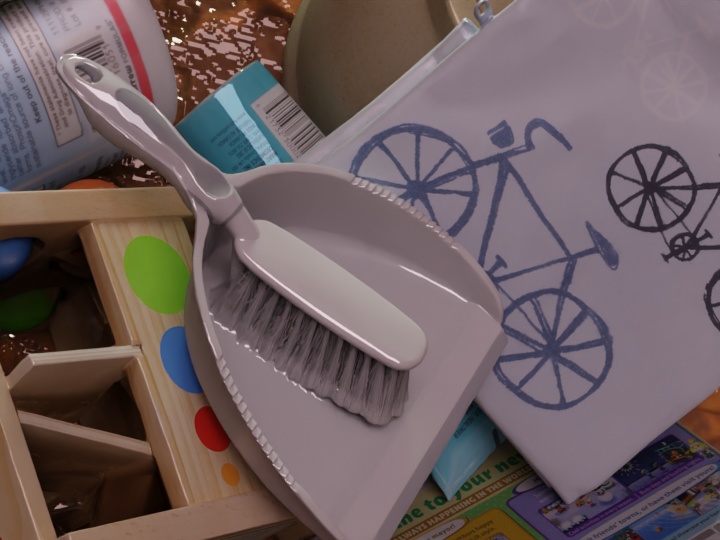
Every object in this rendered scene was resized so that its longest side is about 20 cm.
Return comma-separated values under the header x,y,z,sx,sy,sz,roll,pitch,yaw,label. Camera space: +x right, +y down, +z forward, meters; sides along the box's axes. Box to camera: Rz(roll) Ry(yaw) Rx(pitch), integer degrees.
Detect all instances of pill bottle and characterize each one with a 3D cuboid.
x,y,z,sx,sy,sz,roll,pitch,yaw,label
-0.185,-0.064,0.730,0.200,0.109,0.109,-29,82,-21,pill bottle

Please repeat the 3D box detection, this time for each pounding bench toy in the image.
x,y,z,sx,sy,sz,roll,pitch,yaw,label
-0.098,0.047,0.707,0.200,0.124,0.156,-5,70,-50,pounding bench toy

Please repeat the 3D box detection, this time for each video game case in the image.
x,y,z,sx,sy,sz,roll,pitch,yaw,label
0.088,0.133,0.719,0.200,0.022,0.182,-25,39,-24,video game case

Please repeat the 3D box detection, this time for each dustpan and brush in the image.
x,y,z,sx,sy,sz,roll,pitch,yaw,label
-0.037,-0.005,0.651,0.200,0.057,0.140,37,51,-2,dustpan and brush

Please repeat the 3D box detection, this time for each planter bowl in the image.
x,y,z,sx,sy,sz,roll,pitch,yaw,label
0.076,-0.101,0.796,0.200,0.135,0.201,4,72,-14,planter bowl

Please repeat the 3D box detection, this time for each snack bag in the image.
x,y,z,sx,sy,sz,roll,pitch,yaw,label
0.100,-0.031,0.714,0.200,0.021,0.189,-40,100,12,snack bag

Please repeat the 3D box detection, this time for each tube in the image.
x,y,z,sx,sy,sz,roll,pitch,yaw,label
0.000,0.000,0.767,0.077,0.050,0.200,-42,94,-26,tube

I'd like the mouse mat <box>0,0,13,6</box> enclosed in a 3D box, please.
x,y,z,sx,sy,sz,roll,pitch,yaw,label
-0.196,-0.148,0.742,0.161,0.008,0.200,-30,44,-21,mouse mat
